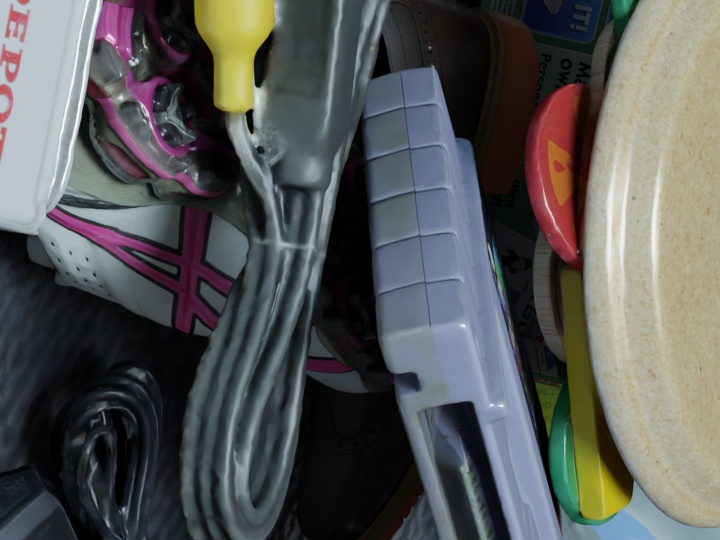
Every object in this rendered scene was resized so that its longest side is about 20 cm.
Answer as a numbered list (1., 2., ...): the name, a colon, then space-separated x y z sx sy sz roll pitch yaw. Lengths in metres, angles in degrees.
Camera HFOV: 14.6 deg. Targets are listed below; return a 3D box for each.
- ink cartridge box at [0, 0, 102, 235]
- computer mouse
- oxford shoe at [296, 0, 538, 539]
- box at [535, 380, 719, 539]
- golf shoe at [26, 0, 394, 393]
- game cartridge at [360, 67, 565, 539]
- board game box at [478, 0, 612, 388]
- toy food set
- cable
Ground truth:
1. ink cartridge box: -0.157 -0.098 0.712 0.200 0.085 0.146 14 86 -51
2. computer mouse: -0.124 0.118 0.834 0.200 0.053 0.139 -34 127 -56
3. oxford shoe: 0.000 0.000 0.969 0.073 0.071 0.201 17 81 -31
4. box: 0.101 0.122 1.069 0.048 0.121 0.201 -71 162 -78
5. golf shoe: -0.054 -0.019 0.869 0.200 0.092 0.073 44 39 -44
6. game cartridge: 0.038 0.051 0.867 0.130 0.038 0.201 -88 165 -50
7. board game box: 0.101 -0.053 1.025 0.029 0.134 0.201 68 36 -82
8. toy food set: 0.113 -0.015 0.924 0.198 0.048 0.201 -24 113 -55
9. cable: -0.029 -0.025 0.802 0.097 0.050 0.201 1 98 -74
